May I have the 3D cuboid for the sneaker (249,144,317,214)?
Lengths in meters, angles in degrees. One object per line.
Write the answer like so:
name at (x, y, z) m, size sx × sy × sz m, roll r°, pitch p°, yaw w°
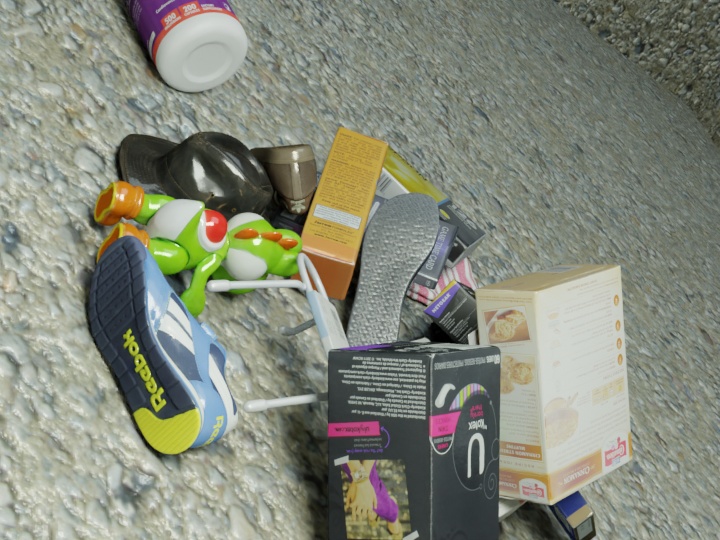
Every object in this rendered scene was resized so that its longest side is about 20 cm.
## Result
sneaker at (-0.088, -0.104, 1.324) m, size 0.200 × 0.070 × 0.076 m, roll -135°, pitch -140°, yaw -82°

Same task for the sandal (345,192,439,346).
sandal at (0.028, 0.006, 1.270) m, size 0.076 × 0.201 × 0.043 m, roll 20°, pitch -16°, yaw 4°

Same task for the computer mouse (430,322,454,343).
computer mouse at (0.155, 0.130, 1.394) m, size 0.200 × 0.034 × 0.059 m, roll 49°, pitch 26°, yaw 10°

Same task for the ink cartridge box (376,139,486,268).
ink cartridge box at (0.079, -0.096, 1.554) m, size 0.198 × 0.047 × 0.200 m, roll 42°, pitch 19°, yaw 5°

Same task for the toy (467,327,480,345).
toy at (0.161, 0.082, 1.187) m, size 0.200 × 0.047 × 0.116 m, roll -27°, pitch 109°, yaw -43°

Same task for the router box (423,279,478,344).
router box at (0.157, 0.086, 1.345) m, size 0.157 × 0.052 × 0.200 m, roll 44°, pitch 5°, yaw 10°

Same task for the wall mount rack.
wall mount rack at (-0.057, 0.075, 1.050) m, size 0.201 × 0.074 × 0.174 m, roll 69°, pitch 10°, yaw 24°

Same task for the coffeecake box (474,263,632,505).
coffeecake box at (0.190, 0.105, 1.129) m, size 0.153 × 0.073 × 0.201 m, roll -13°, pitch 101°, yaw -47°

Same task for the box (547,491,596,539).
box at (0.183, 0.200, 1.261) m, size 0.200 × 0.032 × 0.121 m, roll 53°, pitch -3°, yaw 25°

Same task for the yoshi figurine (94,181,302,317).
yoshi figurine at (-0.154, -0.017, 1.103) m, size 0.199 × 0.113 × 0.112 m, roll 11°, pitch 11°, yaw -31°

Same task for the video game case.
video game case at (0.010, -0.052, 1.365) m, size 0.199 × 0.019 × 0.143 m, roll 23°, pitch 30°, yaw 4°

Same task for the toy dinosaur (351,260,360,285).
toy dinosaur at (0.000, 0.000, 1.350) m, size 0.101 × 0.058 × 0.200 m, roll 36°, pitch 34°, yaw 25°

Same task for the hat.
hat at (-0.150, -0.094, 1.214) m, size 0.200 × 0.081 × 0.201 m, roll 34°, pitch 29°, yaw -22°

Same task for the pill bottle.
pill bottle at (-0.221, -0.318, 1.403) m, size 0.112 × 0.112 × 0.200 m, roll 11°, pitch 42°, yaw -50°

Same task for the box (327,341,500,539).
box at (0.047, 0.163, 0.983) m, size 0.122 × 0.106 × 0.201 m, roll -1°, pitch 92°, yaw -56°

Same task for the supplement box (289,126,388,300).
supplement box at (-0.021, -0.066, 1.286) m, size 0.068 × 0.067 × 0.201 m, roll 15°, pitch 49°, yaw -2°

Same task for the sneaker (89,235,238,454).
sneaker at (-0.164, 0.062, 0.977) m, size 0.082 × 0.074 × 0.201 m, roll 8°, pitch 51°, yaw -54°

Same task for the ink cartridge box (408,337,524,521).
ink cartridge box at (0.081, 0.171, 1.184) m, size 0.200 × 0.067 × 0.116 m, roll 55°, pitch 27°, yaw 16°

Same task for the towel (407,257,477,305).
towel at (0.090, -0.005, 1.501) m, size 0.200 × 0.030 × 0.147 m, roll 27°, pitch 32°, yaw -34°
